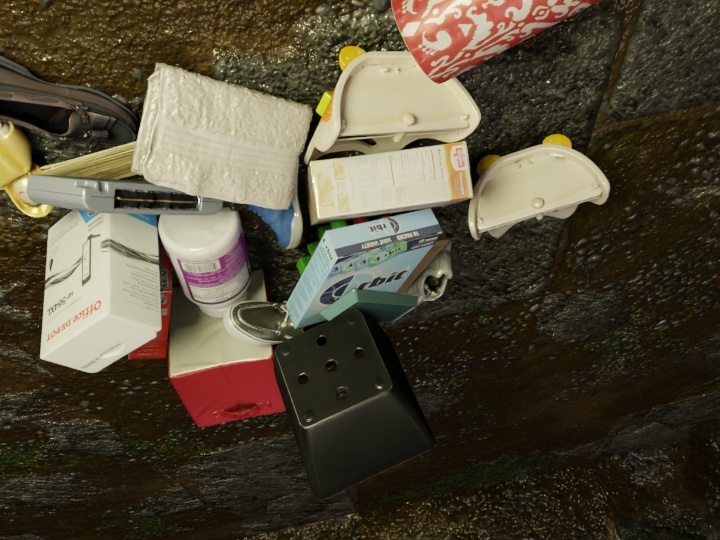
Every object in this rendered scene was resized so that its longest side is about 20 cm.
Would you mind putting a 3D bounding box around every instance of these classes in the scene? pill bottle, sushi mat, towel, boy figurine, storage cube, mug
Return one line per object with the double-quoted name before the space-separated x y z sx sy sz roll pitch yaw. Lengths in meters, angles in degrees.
"pill bottle" -0.217 -0.016 0.984 0.110 0.114 0.201 -9 148 -7
"sushi mat" -0.278 -0.138 0.832 0.196 0.012 0.096 -15 174 3
"towel" -0.156 -0.150 0.784 0.197 0.034 0.135 8 109 -29
"boy figurine" -0.436 -0.128 0.776 0.123 0.065 0.200 -25 143 14
"storage cube" -0.219 0.133 1.144 0.168 0.202 0.181 -10 143 -3
"mug" 0.130 -0.305 0.679 0.198 0.180 0.133 -25 -177 28

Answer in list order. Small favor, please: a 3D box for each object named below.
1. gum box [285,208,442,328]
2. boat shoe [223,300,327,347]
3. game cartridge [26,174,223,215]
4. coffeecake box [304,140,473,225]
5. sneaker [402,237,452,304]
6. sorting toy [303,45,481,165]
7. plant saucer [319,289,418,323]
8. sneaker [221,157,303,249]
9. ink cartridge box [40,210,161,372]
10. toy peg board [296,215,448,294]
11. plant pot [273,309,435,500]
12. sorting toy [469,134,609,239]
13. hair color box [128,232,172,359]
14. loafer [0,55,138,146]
"gum box" 0.000 0.000 0.948 0.168 0.045 0.201 -14 157 -29
"boat shoe" -0.108 0.075 1.024 0.197 0.072 0.064 10 145 -32
"game cartridge" -0.280 -0.090 0.809 0.131 0.042 0.199 15 -169 34
"coffeecake box" 0.030 -0.112 0.895 0.196 0.075 0.153 -8 -178 -7
"sneaker" 0.108 0.024 1.199 0.074 0.082 0.201 -2 148 -19
"sorting toy" 0.011 -0.179 0.834 0.197 0.109 0.180 -10 165 -29
"plant saucer" 0.020 0.058 1.024 0.069 0.019 0.199 -35 159 24
"sneaker" -0.138 -0.099 0.910 0.109 0.078 0.201 -13 145 -13
"ink cartridge box" -0.342 0.010 0.894 0.145 0.203 0.084 -29 145 25
"toy peg board" 0.004 -0.022 1.097 0.197 0.099 0.200 -11 154 -35
"plant pot" -0.024 0.175 0.979 0.197 0.202 0.178 -23 144 -4
"sorting toy" 0.259 -0.104 1.034 0.197 0.109 0.180 -16 158 9
"hair color box" -0.326 0.041 1.035 0.063 0.112 0.201 -2 147 -19
"loafer" -0.339 -0.169 0.740 0.198 0.064 0.072 17 136 -42
